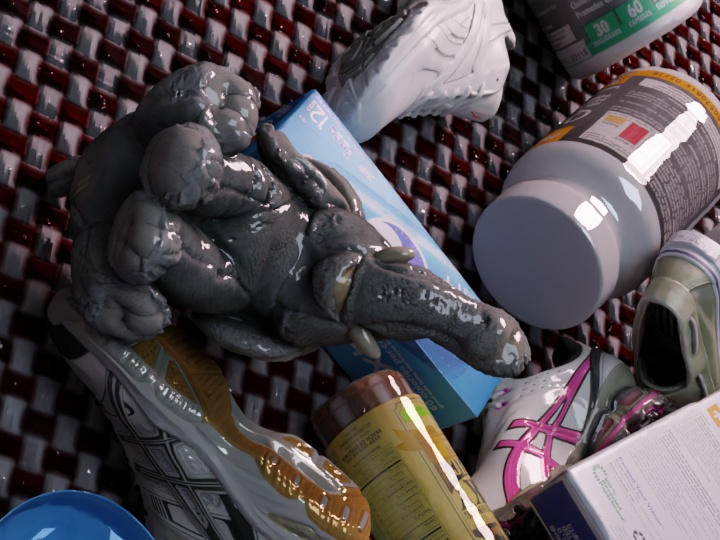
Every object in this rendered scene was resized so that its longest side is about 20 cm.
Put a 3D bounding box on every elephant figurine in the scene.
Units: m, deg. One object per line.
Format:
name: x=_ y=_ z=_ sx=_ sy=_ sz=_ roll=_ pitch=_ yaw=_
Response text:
elephant figurine: x=-0.039 y=-0.004 z=0.732 sx=0.199 sy=0.141 sz=0.156 roll=23 pitch=39 yaw=-31

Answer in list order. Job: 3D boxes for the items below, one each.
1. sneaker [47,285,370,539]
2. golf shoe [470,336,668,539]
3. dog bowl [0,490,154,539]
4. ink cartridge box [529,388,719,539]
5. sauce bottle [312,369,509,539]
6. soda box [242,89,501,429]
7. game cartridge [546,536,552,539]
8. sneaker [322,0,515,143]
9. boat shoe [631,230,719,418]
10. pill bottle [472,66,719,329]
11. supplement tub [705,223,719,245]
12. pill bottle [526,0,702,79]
sneaker: x=-0.092 y=0.094 z=0.726 sx=0.200 sy=0.088 sz=0.076 roll=42 pitch=17 yaw=7
golf shoe: x=0.100 y=0.114 z=0.904 sx=0.092 sy=0.073 sz=0.199 roll=39 pitch=48 yaw=22
dog bowl: x=-0.167 y=0.181 z=0.641 sx=0.200 sy=0.049 sz=0.112 roll=-38 pitch=99 yaw=-44
ink cartridge box: x=0.211 y=0.180 z=0.847 sx=0.199 sy=0.043 sz=0.197 roll=-14 pitch=68 yaw=-49
sauce bottle: x=0.047 y=0.150 z=0.794 sx=0.064 sy=0.065 sz=0.201 roll=-14 pitch=65 yaw=-44
soda box: x=0.000 y=0.000 z=0.849 sx=0.200 sy=0.068 sz=0.064 roll=51 pitch=47 yaw=-14
game cartridge: x=0.148 y=0.244 z=0.908 sx=0.133 sy=0.041 sz=0.201 roll=46 pitch=49 yaw=-24
sneaker: x=0.052 y=-0.130 z=0.944 sx=0.100 sy=0.078 sz=0.200 roll=54 pitch=48 yaw=-16
boat shoe: x=0.204 y=0.058 z=0.964 sx=0.062 sy=0.072 sz=0.201 roll=-44 pitch=143 yaw=-25
pill bottle: x=0.164 y=-0.050 z=0.981 sx=0.200 sy=0.116 sz=0.117 roll=-39 pitch=100 yaw=-44
supplement tub: x=0.332 y=0.061 z=1.079 sx=0.200 sy=0.131 sz=0.133 roll=38 pitch=52 yaw=-25
pill bottle: x=0.152 y=-0.250 z=1.054 sx=0.113 sy=0.113 sz=0.201 roll=-38 pitch=99 yaw=-43
